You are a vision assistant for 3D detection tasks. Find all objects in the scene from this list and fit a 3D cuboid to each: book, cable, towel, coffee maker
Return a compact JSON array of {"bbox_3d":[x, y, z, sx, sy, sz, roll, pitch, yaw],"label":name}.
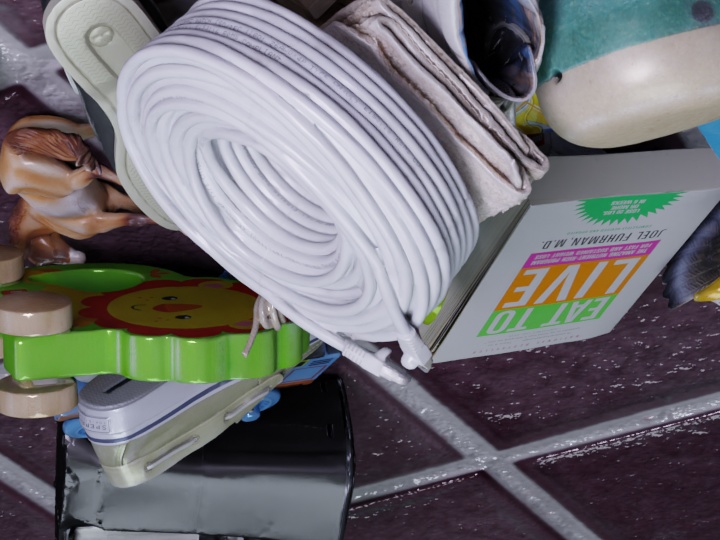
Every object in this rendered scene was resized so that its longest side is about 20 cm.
[{"bbox_3d":[0.126,-0.013,1.751,0.134,0.048,0.200,-5,155,-20],"label":"book"},{"bbox_3d":[-0.032,-0.051,1.457,0.200,0.069,0.200,31,152,23],"label":"cable"},{"bbox_3d":[0.006,-0.065,1.498,0.133,0.034,0.200,45,153,-7],"label":"towel"},{"bbox_3d":[-0.106,0.127,1.960,0.200,0.135,0.192,1,150,-9],"label":"coffee maker"}]

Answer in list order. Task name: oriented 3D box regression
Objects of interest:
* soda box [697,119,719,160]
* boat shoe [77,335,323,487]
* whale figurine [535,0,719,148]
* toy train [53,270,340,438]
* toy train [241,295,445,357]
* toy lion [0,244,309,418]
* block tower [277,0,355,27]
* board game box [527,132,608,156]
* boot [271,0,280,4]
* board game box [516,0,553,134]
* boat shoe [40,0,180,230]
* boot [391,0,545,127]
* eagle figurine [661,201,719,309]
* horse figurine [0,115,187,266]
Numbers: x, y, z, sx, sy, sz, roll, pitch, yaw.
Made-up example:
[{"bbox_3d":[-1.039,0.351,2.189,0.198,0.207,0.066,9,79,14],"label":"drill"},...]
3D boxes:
[{"bbox_3d":[0.285,-0.122,1.616,0.200,0.064,0.068,-13,157,17],"label":"soda box"},{"bbox_3d":[-0.088,0.063,1.757,0.200,0.072,0.062,-29,124,-30],"label":"boat shoe"},{"bbox_3d":[0.180,-0.132,1.515,0.200,0.104,0.159,-14,174,-28],"label":"whale figurine"},{"bbox_3d":[-0.115,0.050,1.841,0.200,0.087,0.114,-6,160,-27],"label":"toy train"},{"bbox_3d":[0.000,0.000,1.653,0.116,0.200,0.085,24,136,-12],"label":"toy train"},{"bbox_3d":[-0.132,0.030,1.694,0.192,0.069,0.200,-6,-165,-19],"label":"toy lion"},{"bbox_3d":[-0.013,-0.152,1.504,0.054,0.058,0.200,-46,131,-4],"label":"block tower"},{"bbox_3d":[0.066,-0.031,1.794,0.200,0.035,0.126,-21,147,28],"label":"board game box"},{"bbox_3d":[-0.039,-0.108,1.622,0.075,0.074,0.200,-7,150,-12],"label":"boot"},{"bbox_3d":[0.108,-0.144,1.598,0.135,0.034,0.200,-5,150,4],"label":"board game box"},{"bbox_3d":[-0.121,-0.102,1.588,0.072,0.068,0.200,-27,135,1],"label":"boat shoe"},{"bbox_3d":[0.055,-0.099,1.480,0.074,0.096,0.200,-32,129,-15],"label":"boot"},{"bbox_3d":[0.260,-0.002,1.685,0.151,0.152,0.200,11,163,3],"label":"eagle figurine"},{"bbox_3d":[-0.165,-0.050,1.714,0.132,0.050,0.200,7,161,13],"label":"horse figurine"}]
